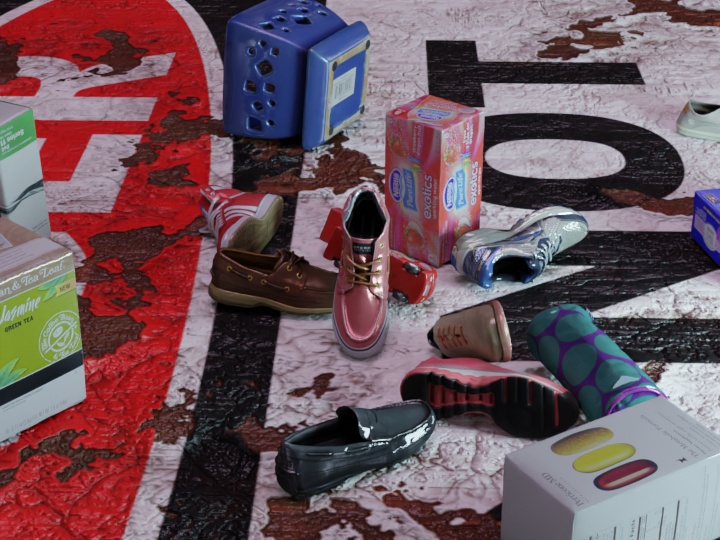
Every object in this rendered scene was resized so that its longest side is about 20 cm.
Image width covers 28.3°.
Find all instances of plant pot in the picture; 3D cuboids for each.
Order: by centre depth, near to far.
[{"bbox_3d":[-0.096,-0.316,2.302,0.179,0.201,0.200,20,33,22],"label":"plant pot"}]

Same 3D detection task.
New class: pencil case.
[{"bbox_3d":[0.265,0.116,1.602,0.085,0.092,0.200,-42,34,5],"label":"pencil case"}]

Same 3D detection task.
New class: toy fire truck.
[{"bbox_3d":[0.021,-0.019,1.872,0.199,0.049,0.141,28,13,19],"label":"toy fire truck"}]

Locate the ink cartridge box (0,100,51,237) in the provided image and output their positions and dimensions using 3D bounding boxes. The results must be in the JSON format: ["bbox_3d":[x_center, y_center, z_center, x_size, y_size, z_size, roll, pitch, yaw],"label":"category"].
[{"bbox_3d":[-0.511,-0.129,1.940,0.146,0.201,0.083,14,34,25],"label":"ink cartridge box"}]

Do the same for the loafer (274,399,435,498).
[{"bbox_3d":[-0.001,0.175,1.506,0.200,0.071,0.068,-19,34,-32],"label":"loafer"}]

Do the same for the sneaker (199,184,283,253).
[{"bbox_3d":[-0.187,-0.061,1.948,0.112,0.072,0.200,11,22,12],"label":"sneaker"}]

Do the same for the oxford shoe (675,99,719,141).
[{"bbox_3d":[0.610,-0.239,2.298,0.199,0.058,0.075,10,27,15],"label":"oxford shoe"}]

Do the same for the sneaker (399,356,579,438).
[{"bbox_3d":[0.149,0.127,1.595,0.199,0.074,0.087,9,25,14],"label":"sneaker"}]

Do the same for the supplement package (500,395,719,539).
[{"bbox_3d":[0.248,0.219,1.382,0.199,0.110,0.114,-17,32,-28],"label":"supplement package"}]

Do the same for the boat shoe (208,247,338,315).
[{"bbox_3d":[-0.094,0.011,1.810,0.199,0.068,0.072,6,25,2],"label":"boat shoe"}]

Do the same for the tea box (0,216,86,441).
[{"bbox_3d":[-0.423,0.076,1.557,0.133,0.198,0.200,22,36,35],"label":"tea box"}]

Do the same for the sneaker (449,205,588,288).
[{"bbox_3d":[0.223,-0.020,1.887,0.199,0.077,0.085,-19,43,-18],"label":"sneaker"}]

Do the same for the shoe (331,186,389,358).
[{"bbox_3d":[0.000,0.000,1.727,0.071,0.091,0.201,1,59,5],"label":"shoe"}]

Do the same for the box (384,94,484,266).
[{"bbox_3d":[0.097,-0.122,1.925,0.102,0.201,0.095,23,35,35],"label":"box"}]

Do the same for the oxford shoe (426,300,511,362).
[{"bbox_3d":[0.125,0.078,1.638,0.073,0.071,0.200,-10,-6,-9],"label":"oxford shoe"}]

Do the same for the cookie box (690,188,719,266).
[{"bbox_3d":[0.574,-0.052,1.926,0.199,0.076,0.171,-6,28,-11],"label":"cookie box"}]
